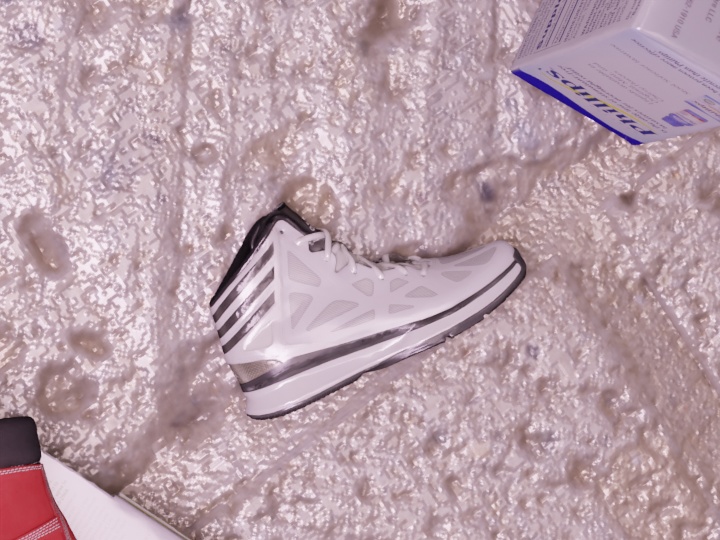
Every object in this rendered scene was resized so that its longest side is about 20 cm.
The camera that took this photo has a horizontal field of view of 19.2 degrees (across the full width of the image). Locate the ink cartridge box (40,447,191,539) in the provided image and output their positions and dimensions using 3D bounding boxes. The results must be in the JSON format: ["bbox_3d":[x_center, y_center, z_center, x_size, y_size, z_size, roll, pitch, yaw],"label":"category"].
[{"bbox_3d":[-0.188,0.190,1.238,0.199,0.076,0.148,35,75,-12],"label":"ink cartridge box"}]

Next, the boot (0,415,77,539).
[{"bbox_3d":[-0.253,0.156,1.147,0.199,0.072,0.145,-21,89,-26],"label":"boot"}]

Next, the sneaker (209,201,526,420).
[{"bbox_3d":[0.000,0.000,1.304,0.199,0.076,0.116,-26,97,-13],"label":"sneaker"}]

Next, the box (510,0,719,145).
[{"bbox_3d":[0.203,-0.189,1.307,0.104,0.200,0.185,28,81,-15],"label":"box"}]
